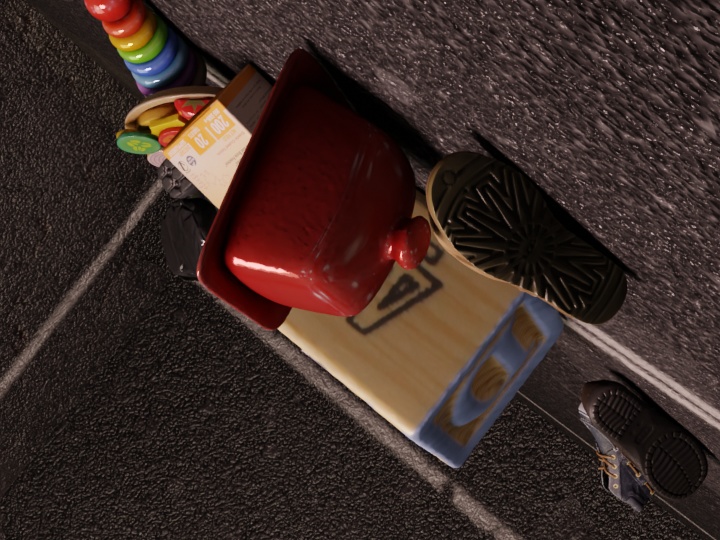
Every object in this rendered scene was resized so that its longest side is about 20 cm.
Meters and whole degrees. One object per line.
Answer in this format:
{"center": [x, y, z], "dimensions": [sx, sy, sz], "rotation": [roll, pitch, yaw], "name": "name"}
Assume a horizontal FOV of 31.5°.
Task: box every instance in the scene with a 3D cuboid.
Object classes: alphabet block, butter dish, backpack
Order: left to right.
{"center": [-0.127, -0.058, 1.541], "dimensions": [0.166, 0.198, 0.128], "rotation": [16, 118, 59], "name": "backpack"}
{"center": [-0.013, -0.042, 1.020], "dimensions": [0.147, 0.202, 0.199], "rotation": [20, 171, 20], "name": "butter dish"}
{"center": [0.062, 0.052, 1.292], "dimensions": [0.199, 0.197, 0.195], "rotation": [37, 175, 25], "name": "alphabet block"}

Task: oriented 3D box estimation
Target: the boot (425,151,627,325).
{"center": [0.089, -0.030, 0.941], "dimensions": [0.175, 0.066, 0.200], "rotation": [40, 178, -19], "name": "boot"}

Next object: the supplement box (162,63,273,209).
{"center": [-0.094, -0.100, 1.344], "dimensions": [0.200, 0.074, 0.126], "rotation": [44, 139, -12], "name": "supplement box"}

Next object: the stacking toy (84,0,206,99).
{"center": [-0.255, -0.268, 1.470], "dimensions": [0.085, 0.086, 0.200], "rotation": [36, 173, 31], "name": "stacking toy"}

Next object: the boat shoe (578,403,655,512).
{"center": [0.390, 0.288, 1.952], "dimensions": [0.200, 0.091, 0.071], "rotation": [40, 177, -19], "name": "boat shoe"}

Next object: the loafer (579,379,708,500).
{"center": [0.323, 0.184, 1.457], "dimensions": [0.200, 0.073, 0.071], "rotation": [45, -176, -24], "name": "loafer"}

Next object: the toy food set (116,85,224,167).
{"center": [-0.188, -0.163, 1.540], "dimensions": [0.196, 0.049, 0.199], "rotation": [-12, 160, 31], "name": "toy food set"}

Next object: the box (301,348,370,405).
{"center": [0.049, 0.055, 1.431], "dimensions": [0.143, 0.201, 0.036], "rotation": [38, 174, 7], "name": "box"}

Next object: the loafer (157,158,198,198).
{"center": [-0.153, -0.147, 1.447], "dimensions": [0.070, 0.200, 0.068], "rotation": [-33, -88, -51], "name": "loafer"}
